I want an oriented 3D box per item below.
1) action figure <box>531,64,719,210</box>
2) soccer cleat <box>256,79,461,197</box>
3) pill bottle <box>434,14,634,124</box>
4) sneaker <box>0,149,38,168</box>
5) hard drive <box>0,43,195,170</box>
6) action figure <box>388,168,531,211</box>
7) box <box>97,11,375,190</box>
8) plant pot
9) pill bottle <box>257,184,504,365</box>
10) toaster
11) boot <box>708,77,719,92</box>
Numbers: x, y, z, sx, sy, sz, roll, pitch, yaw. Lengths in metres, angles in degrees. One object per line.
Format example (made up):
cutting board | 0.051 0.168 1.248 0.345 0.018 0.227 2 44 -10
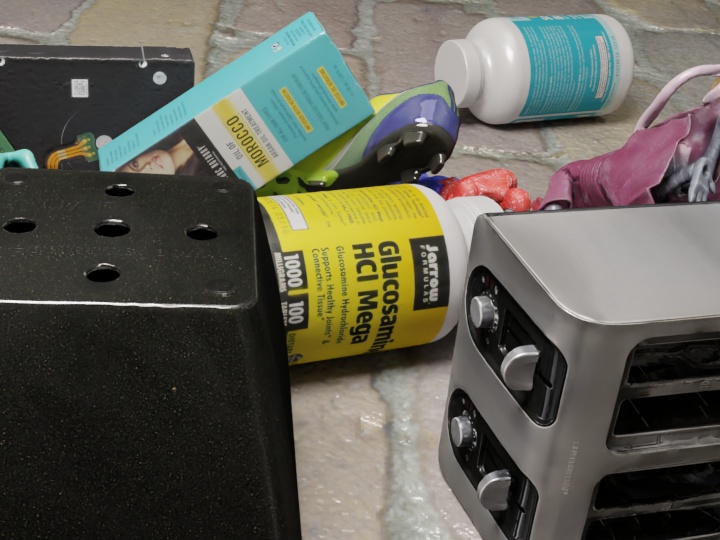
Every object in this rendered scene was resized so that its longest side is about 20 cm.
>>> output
action figure | 0.202 -0.075 0.888 0.134 0.149 0.200 -3 -3 -34
soccer cleat | -0.005 -0.097 0.894 0.200 0.065 0.084 -16 46 35
pill bottle | 0.182 -0.214 1.171 0.200 0.111 0.111 -8 32 -25
sneaker | -0.227 -0.019 0.756 0.078 0.091 0.200 -12 34 -28
hard drive | -0.232 -0.106 0.864 0.200 0.140 0.038 -3 30 -15
action figure | 0.069 -0.038 0.895 0.065 0.099 0.200 -18 15 -32
box | -0.096 -0.107 0.850 0.200 0.082 0.049 -33 34 4
plant pot | -0.126 0.056 0.556 0.200 0.178 0.200 1 29 -7
pill bottle | 0.000 0.000 0.747 0.200 0.113 0.112 -8 32 -23
toaster | 0.153 0.063 0.601 0.200 0.181 0.119 -3 33 -16
boot | 0.493 -0.149 1.156 0.175 0.066 0.200 29 0 -29
